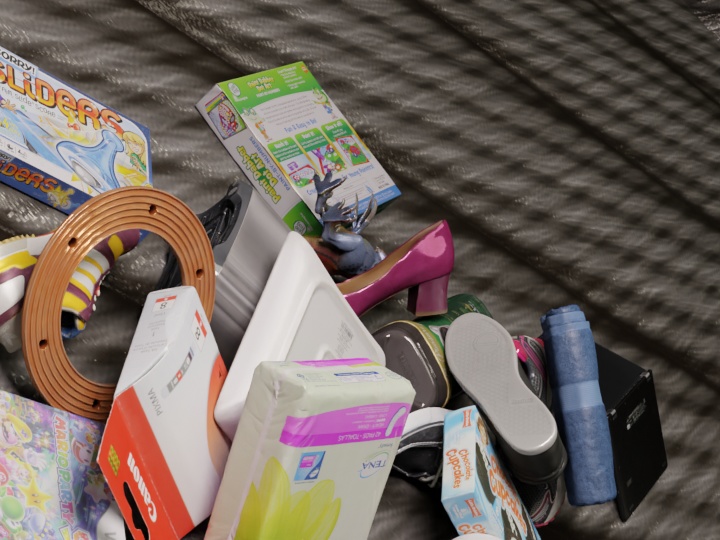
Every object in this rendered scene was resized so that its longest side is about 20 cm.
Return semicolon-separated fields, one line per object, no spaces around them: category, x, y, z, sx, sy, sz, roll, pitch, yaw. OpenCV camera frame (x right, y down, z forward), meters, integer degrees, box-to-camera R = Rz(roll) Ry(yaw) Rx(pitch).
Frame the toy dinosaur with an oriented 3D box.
toy dinosaur;-0.015;-0.020;1.704;0.105;0.199;0.182;51;-16;41

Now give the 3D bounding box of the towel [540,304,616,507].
towel;0.222;0.136;1.636;0.112;0.048;0.202;68;13;-85

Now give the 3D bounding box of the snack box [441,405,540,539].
snack box;0.129;0.242;1.574;0.117;0.037;0.201;-85;153;-51

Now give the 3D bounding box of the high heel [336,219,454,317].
high heel;0.000;0.000;1.630;0.199;0.097;0.067;-5;14;-26

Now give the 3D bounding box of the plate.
plate;-0.040;0.100;1.434;0.200;0.032;0.201;56;44;-42

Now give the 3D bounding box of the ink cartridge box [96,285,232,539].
ink cartridge box;-0.145;0.135;1.297;0.201;0.050;0.163;-85;161;-53

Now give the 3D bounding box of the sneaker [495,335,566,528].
sneaker;0.165;0.169;1.695;0.075;0.080;0.202;14;69;-60

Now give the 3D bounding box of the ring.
ring;-0.197;0.029;1.328;0.019;0.202;0.200;18;6;39

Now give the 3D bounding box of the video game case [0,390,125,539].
video game case;-0.264;0.153;1.222;0.199;0.018;0.144;25;38;-39

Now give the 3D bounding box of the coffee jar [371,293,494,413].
coffee jar;0.073;0.093;1.692;0.200;0.085;0.105;-18;79;-60

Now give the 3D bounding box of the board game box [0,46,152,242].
board game box;-0.279;-0.118;1.491;0.199;0.034;0.136;28;37;-35

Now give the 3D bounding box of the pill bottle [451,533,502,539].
pill bottle;0.103;0.333;1.445;0.104;0.104;0.201;37;31;-23

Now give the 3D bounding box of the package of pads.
package of pads;-0.044;0.172;1.338;0.068;0.201;0.154;27;15;35

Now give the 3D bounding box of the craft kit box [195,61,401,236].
craft kit box;-0.065;-0.132;1.801;0.198;0.048;0.200;56;29;4

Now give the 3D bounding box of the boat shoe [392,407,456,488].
boat shoe;0.075;0.183;1.617;0.200;0.072;0.068;10;46;-59

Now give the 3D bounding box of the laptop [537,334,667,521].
laptop;0.279;0.178;1.965;0.187;0.115;0.201;-29;109;-60

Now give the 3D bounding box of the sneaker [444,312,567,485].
sneaker;0.143;0.134;1.619;0.099;0.070;0.200;70;-7;-46

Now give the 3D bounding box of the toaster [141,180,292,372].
toaster;-0.112;0.023;1.487;0.129;0.113;0.200;43;31;-19

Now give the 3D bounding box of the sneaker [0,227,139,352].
sneaker;-0.248;0.012;1.361;0.200;0.075;0.091;-23;84;-53
